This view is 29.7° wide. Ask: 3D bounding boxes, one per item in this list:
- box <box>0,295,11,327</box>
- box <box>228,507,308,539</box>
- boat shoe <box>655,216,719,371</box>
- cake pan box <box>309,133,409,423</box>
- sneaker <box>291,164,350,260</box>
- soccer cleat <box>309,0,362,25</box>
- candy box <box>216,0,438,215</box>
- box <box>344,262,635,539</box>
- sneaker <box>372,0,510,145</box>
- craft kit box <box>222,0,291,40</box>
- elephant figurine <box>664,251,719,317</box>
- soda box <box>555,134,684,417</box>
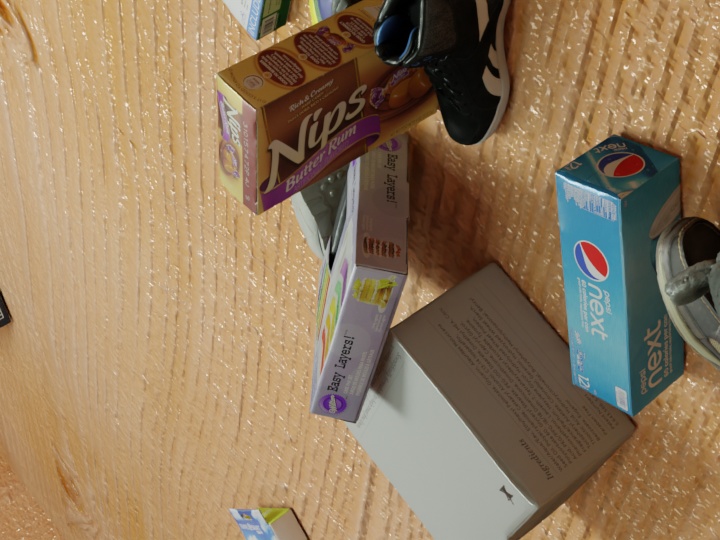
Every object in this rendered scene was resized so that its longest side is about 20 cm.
[{"bbox_3d":[-0.797,0.043,2.558,0.123,0.199,0.200,25,137,47],"label":"box"},{"bbox_3d":[-0.105,0.418,1.951,0.201,0.047,0.122,62,152,-6],"label":"box"},{"bbox_3d":[0.279,0.044,0.928,0.201,0.074,0.073,54,149,-9],"label":"boat shoe"},{"bbox_3d":[0.000,0.000,1.208,0.201,0.052,0.185,-87,13,-47],"label":"cake pan box"},{"bbox_3d":[-0.043,-0.092,1.320,0.080,0.076,0.201,42,148,46],"label":"sneaker"},{"bbox_3d":[-0.015,-0.197,1.187,0.201,0.064,0.084,97,152,-52],"label":"soccer cleat"},{"bbox_3d":[-0.021,-0.141,1.089,0.056,0.199,0.117,42,148,27],"label":"candy box"},{"bbox_3d":[0.108,0.139,1.231,0.200,0.130,0.199,50,151,15],"label":"box"},{"bbox_3d":[0.055,-0.163,1.035,0.073,0.111,0.201,40,148,32],"label":"sneaker"},{"bbox_3d":[-0.126,-0.345,1.229,0.198,0.048,0.200,47,150,16],"label":"craft kit box"},{"bbox_3d":[0.315,0.049,0.820,0.200,0.141,0.155,47,-176,-12],"label":"elephant figurine"},{"bbox_3d":[0.197,0.006,1.018,0.064,0.068,0.201,29,140,42],"label":"soda box"}]
